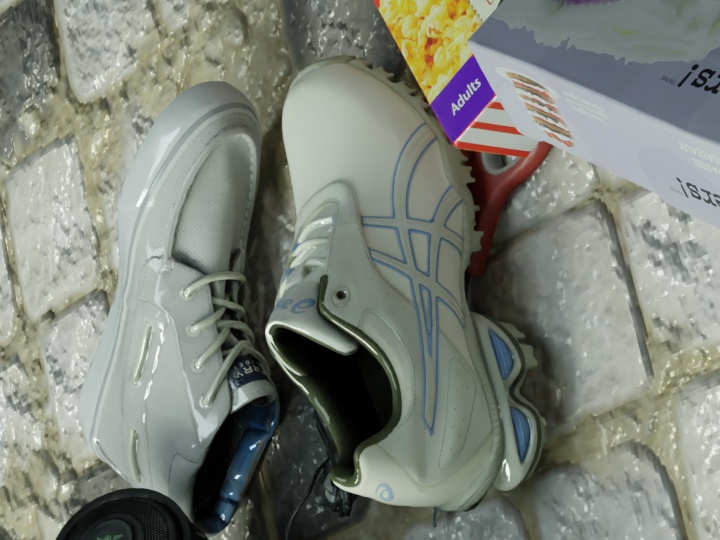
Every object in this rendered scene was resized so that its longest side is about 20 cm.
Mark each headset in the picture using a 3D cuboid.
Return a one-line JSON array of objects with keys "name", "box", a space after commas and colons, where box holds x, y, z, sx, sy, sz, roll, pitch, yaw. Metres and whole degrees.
[{"name": "headset", "box": [-0.076, 0.130, 1.025, 0.199, 0.123, 0.094, -34, 44, 29]}]

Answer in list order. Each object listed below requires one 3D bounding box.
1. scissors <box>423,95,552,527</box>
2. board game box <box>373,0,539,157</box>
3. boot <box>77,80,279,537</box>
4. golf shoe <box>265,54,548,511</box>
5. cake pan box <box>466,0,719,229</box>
[{"name": "scissors", "box": [0.037, 0.001, 0.960, 0.073, 0.014, 0.201, 31, 114, 43]}, {"name": "board game box", "box": [0.053, -0.169, 0.904, 0.152, 0.046, 0.201, -48, 55, 33]}, {"name": "boot", "box": [-0.064, 0.022, 1.045, 0.095, 0.073, 0.201, 40, 128, 35]}, {"name": "golf shoe", "box": [0.000, 0.000, 0.919, 0.078, 0.097, 0.201, -44, 59, 40]}, {"name": "cake pan box", "box": [0.158, -0.090, 0.703, 0.184, 0.052, 0.200, -48, 42, -10]}]
